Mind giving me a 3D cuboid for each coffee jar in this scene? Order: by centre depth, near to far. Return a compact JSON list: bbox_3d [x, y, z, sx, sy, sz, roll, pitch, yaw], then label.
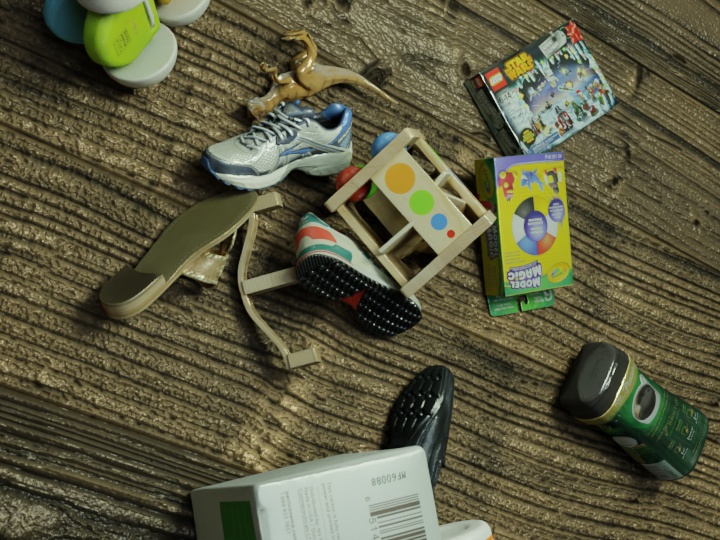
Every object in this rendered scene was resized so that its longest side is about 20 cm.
[{"bbox_3d":[0.352,0.181,1.383,0.200,0.085,0.104,37,66,-19],"label":"coffee jar"}]

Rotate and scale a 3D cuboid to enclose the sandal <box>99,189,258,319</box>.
[{"bbox_3d":[-0.183,-0.003,1.134,0.212,0.078,0.070,-43,134,-33],"label":"sandal"}]

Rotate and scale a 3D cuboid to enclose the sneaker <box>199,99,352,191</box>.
[{"bbox_3d":[-0.090,-0.150,1.188,0.200,0.085,0.077,-17,46,-39],"label":"sneaker"}]

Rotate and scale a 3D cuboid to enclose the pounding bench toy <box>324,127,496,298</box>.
[{"bbox_3d":[0.060,-0.077,1.241,0.124,0.200,0.156,-42,88,11],"label":"pounding bench toy"}]

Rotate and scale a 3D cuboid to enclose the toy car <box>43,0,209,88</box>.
[{"bbox_3d":[-0.254,-0.305,1.114,0.150,0.175,0.200,18,66,11],"label":"toy car"}]

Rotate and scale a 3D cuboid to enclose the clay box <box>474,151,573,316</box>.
[{"bbox_3d":[0.209,-0.046,1.354,0.115,0.048,0.201,-9,95,-30],"label":"clay box"}]

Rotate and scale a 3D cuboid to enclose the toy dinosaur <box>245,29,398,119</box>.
[{"bbox_3d":[-0.059,-0.230,1.264,0.200,0.060,0.106,-19,113,-27],"label":"toy dinosaur"}]

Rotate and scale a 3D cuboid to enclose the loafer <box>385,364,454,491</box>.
[{"bbox_3d":[0.067,0.205,1.227,0.070,0.068,0.201,42,57,-37],"label":"loafer"}]

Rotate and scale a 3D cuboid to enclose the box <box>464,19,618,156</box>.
[{"bbox_3d":[0.248,-0.240,1.445,0.200,0.040,0.137,-34,96,-31],"label":"box"}]

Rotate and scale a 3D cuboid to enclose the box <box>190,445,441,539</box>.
[{"bbox_3d":[-0.040,0.295,1.077,0.200,0.171,0.200,-6,82,-30],"label":"box"}]

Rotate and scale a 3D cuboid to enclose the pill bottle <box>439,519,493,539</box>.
[{"bbox_3d":[0.116,0.388,1.183,0.109,0.110,0.201,-12,85,-32],"label":"pill bottle"}]

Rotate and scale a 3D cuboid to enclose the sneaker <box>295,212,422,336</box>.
[{"bbox_3d":[-0.001,0.000,1.218,0.200,0.070,0.094,32,35,-40],"label":"sneaker"}]

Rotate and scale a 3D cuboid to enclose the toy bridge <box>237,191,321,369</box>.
[{"bbox_3d":[-0.099,0.012,1.173,0.067,0.027,0.201,-16,83,8],"label":"toy bridge"}]
